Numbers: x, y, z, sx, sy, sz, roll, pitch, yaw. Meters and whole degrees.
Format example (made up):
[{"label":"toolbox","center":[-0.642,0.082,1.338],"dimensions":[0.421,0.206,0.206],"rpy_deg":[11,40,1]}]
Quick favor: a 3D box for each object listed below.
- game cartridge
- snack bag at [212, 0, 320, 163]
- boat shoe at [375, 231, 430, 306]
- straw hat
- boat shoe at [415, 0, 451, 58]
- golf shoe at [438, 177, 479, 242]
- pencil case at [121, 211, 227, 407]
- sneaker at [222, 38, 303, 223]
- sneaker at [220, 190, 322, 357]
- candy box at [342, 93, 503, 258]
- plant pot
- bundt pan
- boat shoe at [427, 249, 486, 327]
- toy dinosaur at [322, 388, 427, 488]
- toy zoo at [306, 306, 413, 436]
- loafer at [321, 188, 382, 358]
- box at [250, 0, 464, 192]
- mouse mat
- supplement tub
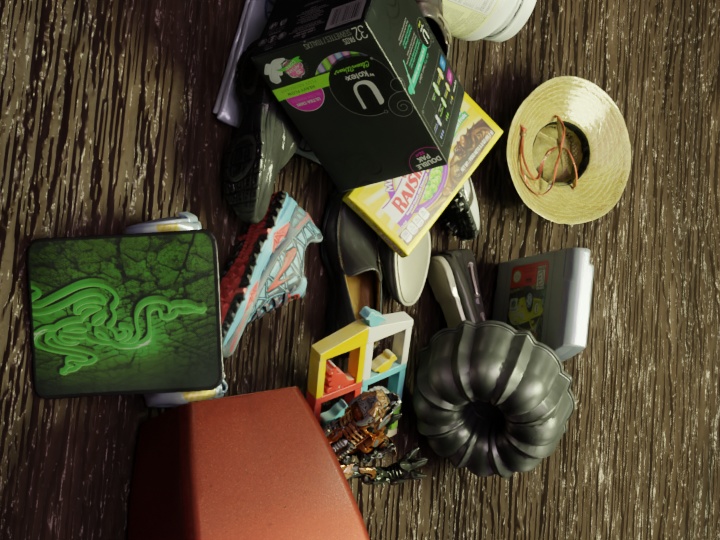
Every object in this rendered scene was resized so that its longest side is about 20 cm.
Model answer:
[{"label":"game cartridge","center":[0.216,0.049,1.381],"dimensions":[0.040,0.200,0.136],"rpy_deg":[7,82,-20]},{"label":"snack bag","center":[-0.064,-0.229,1.327],"dimensions":[0.198,0.021,0.192],"rpy_deg":[21,76,-30]},{"label":"boat shoe","center":[0.044,-0.060,1.371],"dimensions":[0.066,0.056,0.204],"rpy_deg":[-3,93,-44]},{"label":"straw hat","center":[0.252,-0.152,1.484],"dimensions":[0.198,0.085,0.205],"rpy_deg":[2,86,-26]},{"label":"boat shoe","center":[0.069,-0.267,1.314],"dimensions":[0.073,0.200,0.075],"rpy_deg":[-6,67,9]},{"label":"golf shoe","center":[0.116,-0.138,1.402],"dimensions":[0.094,0.077,0.203],"rpy_deg":[-31,104,-30]},{"label":"pencil case","center":[-0.196,0.044,1.182],"dimensions":[0.083,0.090,0.204],"rpy_deg":[-9,89,-57]},{"label":"sneaker","center":[-0.095,-0.150,1.252],"dimensions":[0.090,0.075,0.204],"rpy_deg":[12,86,-41]},{"label":"sneaker","center":[-0.100,0.015,1.253],"dimensions":[0.095,0.079,0.202],"rpy_deg":[36,69,-27]},{"label":"candy box","center":[0.075,-0.124,1.329],"dimensions":[0.102,0.026,0.201],"rpy_deg":[41,74,-11]},{"label":"plant pot","center":[-0.131,0.224,1.161],"dimensions":[0.197,0.199,0.179],"rpy_deg":[-5,78,-32]},{"label":"bundt pan","center":[0.147,0.162,1.323],"dimensions":[0.203,0.200,0.076],"rpy_deg":[55,34,-16]},{"label":"boat shoe","center":[0.140,0.071,1.399],"dimensions":[0.056,0.067,0.203],"rpy_deg":[-17,93,-25]},{"label":"toy dinosaur","center":[-0.012,0.192,1.242],"dimensions":[0.134,0.199,0.104],"rpy_deg":[1,71,-39]},{"label":"toy zoo","center":[-0.003,0.125,1.277],"dimensions":[0.130,0.020,0.203],"rpy_deg":[-19,131,-32]},{"label":"loafer","center":[0.000,0.000,1.321],"dimensions":[0.072,0.072,0.204],"rpy_deg":[-3,88,-32]},{"label":"box","center":[0.003,-0.210,1.224],"dimensions":[0.201,0.146,0.126],"rpy_deg":[54,38,-37]},{"label":"mouse mat","center":[-0.238,0.044,1.140],"dimensions":[0.196,0.008,0.164],"rpy_deg":[-3,90,3]},{"label":"supplement tub","center":[0.106,-0.366,1.371],"dimensions":[0.197,0.144,0.148],"rpy_deg":[12,81,-31]}]
